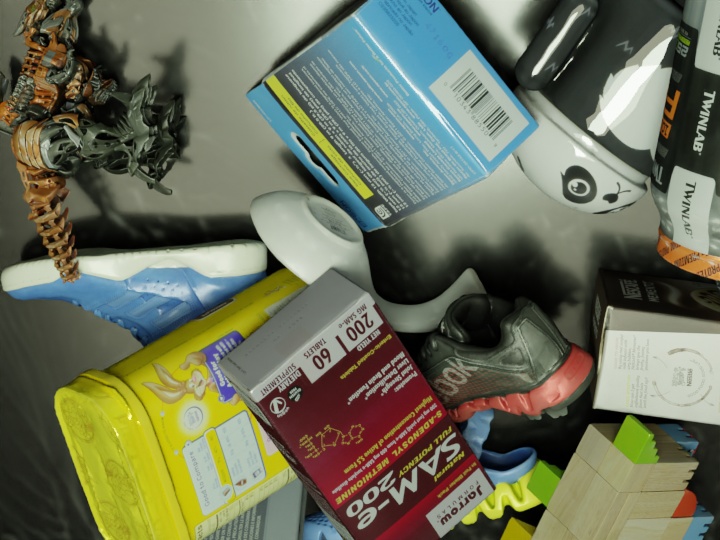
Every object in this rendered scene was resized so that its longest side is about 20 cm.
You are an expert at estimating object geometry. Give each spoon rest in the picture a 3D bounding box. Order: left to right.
[{"bbox_3d":[0.000,0.000,1.441,0.200,0.099,0.061,23,117,-33],"label":"spoon rest"}]

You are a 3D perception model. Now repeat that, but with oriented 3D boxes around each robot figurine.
[{"bbox_3d":[0.190,-0.133,1.394,0.150,0.125,0.200,39,104,-1],"label":"robot figurine"}]

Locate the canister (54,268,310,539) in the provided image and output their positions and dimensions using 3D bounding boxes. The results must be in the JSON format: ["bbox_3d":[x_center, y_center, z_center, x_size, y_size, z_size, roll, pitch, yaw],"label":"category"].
[{"bbox_3d":[-0.100,0.103,1.412,0.200,0.086,0.149,-30,116,-31],"label":"canister"}]

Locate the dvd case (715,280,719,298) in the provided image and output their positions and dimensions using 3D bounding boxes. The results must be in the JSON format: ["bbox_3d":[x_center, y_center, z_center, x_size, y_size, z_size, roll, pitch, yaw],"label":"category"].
[{"bbox_3d":[0.342,-0.023,1.378,0.200,0.025,0.151,-15,86,-1],"label":"dvd case"}]

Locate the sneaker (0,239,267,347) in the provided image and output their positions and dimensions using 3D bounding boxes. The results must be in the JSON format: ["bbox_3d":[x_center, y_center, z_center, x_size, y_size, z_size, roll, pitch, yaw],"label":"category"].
[{"bbox_3d":[-0.167,0.038,1.489,0.200,0.077,0.111,-4,96,-2],"label":"sneaker"}]

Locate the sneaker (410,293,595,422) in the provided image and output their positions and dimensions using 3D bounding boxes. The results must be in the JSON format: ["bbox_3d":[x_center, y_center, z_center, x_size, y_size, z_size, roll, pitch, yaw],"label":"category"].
[{"bbox_3d":[0.072,0.064,1.448,0.200,0.071,0.098,-14,120,44],"label":"sneaker"}]

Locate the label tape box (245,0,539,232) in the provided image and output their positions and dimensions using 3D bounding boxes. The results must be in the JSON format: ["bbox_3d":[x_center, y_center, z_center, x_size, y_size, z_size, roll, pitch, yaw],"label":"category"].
[{"bbox_3d":[0.018,-0.114,1.410,0.066,0.200,0.143,-44,99,-25],"label":"label tape box"}]

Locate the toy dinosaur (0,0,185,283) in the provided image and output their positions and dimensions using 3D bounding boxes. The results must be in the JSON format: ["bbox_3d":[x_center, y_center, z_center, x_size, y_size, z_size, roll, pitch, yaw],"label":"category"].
[{"bbox_3d":[-0.205,-0.098,1.447,0.135,0.102,0.200,-1,105,10],"label":"toy dinosaur"}]

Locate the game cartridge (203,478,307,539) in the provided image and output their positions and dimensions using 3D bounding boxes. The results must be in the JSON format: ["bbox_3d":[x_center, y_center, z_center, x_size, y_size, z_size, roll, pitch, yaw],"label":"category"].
[{"bbox_3d":[-0.107,0.177,1.467,0.133,0.200,0.042,-3,130,7],"label":"game cartridge"}]

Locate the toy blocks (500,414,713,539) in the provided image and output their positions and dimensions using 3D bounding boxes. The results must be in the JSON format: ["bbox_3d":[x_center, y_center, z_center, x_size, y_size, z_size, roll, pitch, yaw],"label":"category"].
[{"bbox_3d":[0.199,0.190,1.481,0.137,0.100,0.200,3,119,-42],"label":"toy blocks"}]

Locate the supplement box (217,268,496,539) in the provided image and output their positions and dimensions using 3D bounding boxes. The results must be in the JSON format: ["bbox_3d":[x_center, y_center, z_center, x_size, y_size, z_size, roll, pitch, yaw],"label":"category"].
[{"bbox_3d":[0.000,0.110,1.388,0.109,0.061,0.200,-40,122,-11],"label":"supplement box"}]

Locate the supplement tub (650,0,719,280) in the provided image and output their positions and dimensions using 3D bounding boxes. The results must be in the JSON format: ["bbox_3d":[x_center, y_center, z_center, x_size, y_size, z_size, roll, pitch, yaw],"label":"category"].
[{"bbox_3d":[0.257,-0.099,1.289,0.122,0.123,0.200,9,107,1],"label":"supplement tub"}]

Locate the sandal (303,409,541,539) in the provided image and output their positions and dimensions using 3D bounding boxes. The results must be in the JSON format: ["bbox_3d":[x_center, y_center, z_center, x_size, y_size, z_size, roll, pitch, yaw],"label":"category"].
[{"bbox_3d":[0.043,0.160,1.514,0.200,0.079,0.087,-21,100,0],"label":"sandal"}]

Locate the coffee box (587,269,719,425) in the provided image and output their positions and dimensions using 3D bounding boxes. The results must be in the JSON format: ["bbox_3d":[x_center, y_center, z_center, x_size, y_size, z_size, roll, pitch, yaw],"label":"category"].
[{"bbox_3d":[0.269,0.061,1.449,0.200,0.113,0.080,7,105,1],"label":"coffee box"}]
